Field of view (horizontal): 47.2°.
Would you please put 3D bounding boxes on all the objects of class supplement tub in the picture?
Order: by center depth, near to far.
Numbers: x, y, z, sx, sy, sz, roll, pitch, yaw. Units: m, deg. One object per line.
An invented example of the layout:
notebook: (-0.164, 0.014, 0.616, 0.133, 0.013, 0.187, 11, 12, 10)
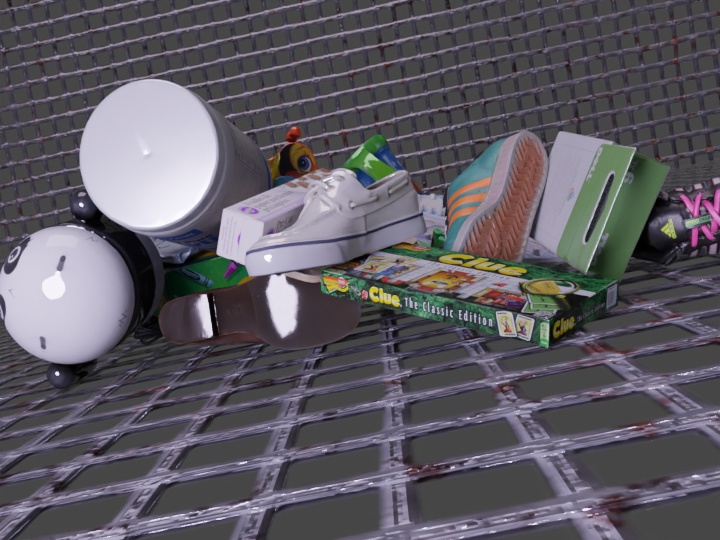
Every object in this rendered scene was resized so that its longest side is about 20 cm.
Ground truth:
supplement tub: (-0.165, -0.091, 0.784, 0.129, 0.135, 0.200, -11, -4, 7)

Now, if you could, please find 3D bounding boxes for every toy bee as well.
toy bee: (-0.094, -0.106, 0.954, 0.198, 0.111, 0.130, -6, -9, -42)

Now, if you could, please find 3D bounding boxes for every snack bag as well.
snack bag: (-0.249, -0.029, 0.969, 0.196, 0.022, 0.189, -2, 14, 17)

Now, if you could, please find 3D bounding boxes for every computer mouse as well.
computer mouse: (-0.193, 0.045, 1.016, 0.107, 0.045, 0.200, -12, 5, 12)

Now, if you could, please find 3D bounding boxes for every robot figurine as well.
robot figurine: (-0.256, 0.013, 0.767, 0.123, 0.152, 0.200, -28, 8, 4)

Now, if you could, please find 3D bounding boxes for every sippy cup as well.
sippy cup: (0.029, -0.094, 1.145, 0.140, 0.130, 0.178, -49, -3, 23)

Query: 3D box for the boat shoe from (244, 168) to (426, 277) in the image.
boat shoe: (-0.019, -0.045, 0.661, 0.070, 0.071, 0.198, -7, 8, 44)

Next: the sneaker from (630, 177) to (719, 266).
sneaker: (0.291, -0.042, 0.702, 0.086, 0.075, 0.199, -13, 0, -25)

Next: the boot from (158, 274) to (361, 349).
boot: (-0.075, 0.036, 0.788, 0.182, 0.066, 0.200, 0, -2, 9)

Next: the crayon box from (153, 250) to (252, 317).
crayon box: (-0.204, 0.006, 0.965, 0.117, 0.059, 0.199, -16, 13, -31)

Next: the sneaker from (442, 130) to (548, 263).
sneaker: (0.109, -0.042, 0.764, 0.079, 0.071, 0.202, -15, 37, 49)

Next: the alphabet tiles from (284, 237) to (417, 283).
alphabet tiles: (-0.023, -0.024, 0.753, 0.196, 0.015, 0.195, 16, 19, 15)

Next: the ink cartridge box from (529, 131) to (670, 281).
ink cartridge box: (0.207, -0.057, 0.718, 0.058, 0.106, 0.200, 20, 11, -7)

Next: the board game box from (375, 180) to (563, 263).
board game box: (0.132, -0.058, 0.902, 0.196, 0.026, 0.200, -1, 23, -21)

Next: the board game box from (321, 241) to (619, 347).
board game box: (0.075, 0.012, 0.604, 0.198, 0.024, 0.104, 12, 19, 40)

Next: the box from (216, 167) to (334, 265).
box: (-0.059, -0.052, 0.727, 0.038, 0.042, 0.200, 18, 21, 16)
